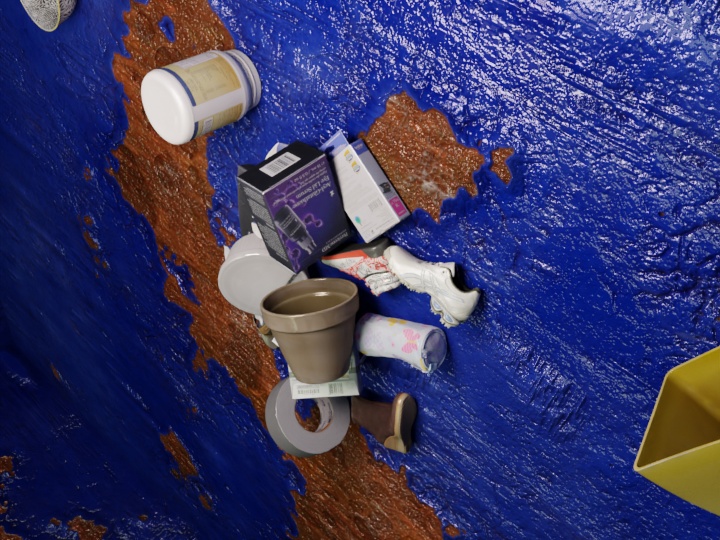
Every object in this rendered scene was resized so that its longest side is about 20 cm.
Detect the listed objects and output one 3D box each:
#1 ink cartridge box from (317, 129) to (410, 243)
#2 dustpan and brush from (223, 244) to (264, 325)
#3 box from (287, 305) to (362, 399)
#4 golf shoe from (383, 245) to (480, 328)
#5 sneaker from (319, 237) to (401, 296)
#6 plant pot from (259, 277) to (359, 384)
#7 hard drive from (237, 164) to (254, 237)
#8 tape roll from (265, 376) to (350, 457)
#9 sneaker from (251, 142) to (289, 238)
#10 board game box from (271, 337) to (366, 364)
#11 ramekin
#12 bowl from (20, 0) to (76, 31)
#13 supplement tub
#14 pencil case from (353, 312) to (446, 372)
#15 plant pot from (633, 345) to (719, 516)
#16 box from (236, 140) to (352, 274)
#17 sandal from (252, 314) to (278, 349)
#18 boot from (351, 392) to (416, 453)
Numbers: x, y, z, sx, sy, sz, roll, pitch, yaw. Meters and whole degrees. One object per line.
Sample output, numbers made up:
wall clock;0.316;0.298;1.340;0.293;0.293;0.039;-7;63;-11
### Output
ink cartridge box;-0.002;-0.160;1.316;0.200;0.042;0.119;55;144;-4
dustpan and brush;-0.264;0.044;1.662;0.140;0.057;0.200;59;-162;-63
box;-0.084;0.175;1.537;0.156;0.041;0.200;-7;94;12
golf shoe;0.135;0.007;1.285;0.200;0.078;0.097;42;121;12
sneaker;0.000;0.000;1.411;0.201;0.067;0.108;-6;112;48
plant pot;-0.092;0.130;1.432;0.200;0.200;0.174;9;115;43
hard drive;-0.216;-0.132;1.563;0.135;0.042;0.200;32;138;27
tape roll;-0.125;0.344;1.692;0.200;0.200;0.066;55;142;0
sneaker;-0.148;-0.160;1.444;0.080;0.115;0.200;26;105;30
board game box;-0.089;0.166;1.587;0.200;0.035;0.126;35;101;15
ramekin;-0.207;0.003;1.549;0.202;0.094;0.203;0;136;0
bowl;-0.734;-0.682;1.669;0.201;0.094;0.201;27;134;31
supplement tub;-0.308;-0.345;1.374;0.144;0.200;0.145;27;134;32
pencil case;0.079;0.144;1.419;0.200;0.083;0.091;11;110;43
plant pot;0.521;0.222;0.929;0.176;0.200;0.200;41;142;-1
box;-0.122;-0.120;1.342;0.104;0.148;0.200;32;151;45
sandal;-0.238;0.119;1.765;0.082;0.055;0.200;31;136;28
boot;0.042;0.322;1.600;0.166;0.072;0.200;26;138;29
